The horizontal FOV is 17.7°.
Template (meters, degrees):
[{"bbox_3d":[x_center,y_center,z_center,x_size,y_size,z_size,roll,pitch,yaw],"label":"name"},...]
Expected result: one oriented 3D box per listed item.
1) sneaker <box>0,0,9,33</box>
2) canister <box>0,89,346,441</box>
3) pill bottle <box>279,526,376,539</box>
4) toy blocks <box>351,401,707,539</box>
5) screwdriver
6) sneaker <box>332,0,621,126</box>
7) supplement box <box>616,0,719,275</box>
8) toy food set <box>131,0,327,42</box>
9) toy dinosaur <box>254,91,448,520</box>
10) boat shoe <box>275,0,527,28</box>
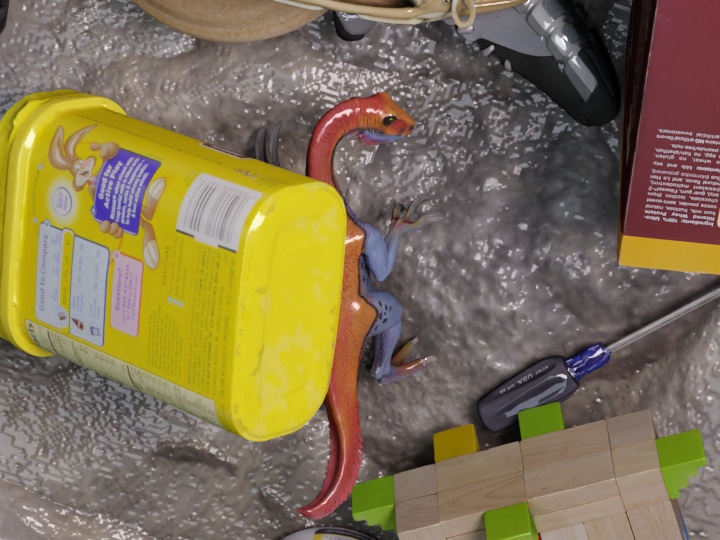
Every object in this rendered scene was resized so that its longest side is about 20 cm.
[{"bbox_3d":[-0.232,-0.125,1.248,0.091,0.076,0.200,1,141,3],"label":"sneaker"},{"bbox_3d":[-0.107,-0.004,1.243,0.200,0.086,0.149,20,112,38],"label":"canister"},{"bbox_3d":[-0.025,0.227,1.290,0.112,0.200,0.112,1,104,5],"label":"pill bottle"},{"bbox_3d":[0.111,0.162,1.317,0.200,0.100,0.137,-15,126,9],"label":"toy blocks"},{"bbox_3d":[0.155,0.038,1.318,0.200,0.029,0.028,-30,100,8],"label":"screwdriver"},{"bbox_3d":[0.049,-0.142,1.261,0.115,0.075,0.200,-35,89,17],"label":"sneaker"},{"bbox_3d":[0.206,-0.131,1.148,0.133,0.197,0.200,6,129,3],"label":"supplement box"},{"bbox_3d":[-0.066,-0.223,1.231,0.198,0.049,0.200,31,107,17],"label":"toy food set"},{"bbox_3d":[0.000,0.000,1.257,0.105,0.200,0.182,-7,141,0],"label":"toy dinosaur"},{"bbox_3d":[0.010,-0.156,1.163,0.200,0.063,0.073,-2,113,-13],"label":"boat shoe"}]
